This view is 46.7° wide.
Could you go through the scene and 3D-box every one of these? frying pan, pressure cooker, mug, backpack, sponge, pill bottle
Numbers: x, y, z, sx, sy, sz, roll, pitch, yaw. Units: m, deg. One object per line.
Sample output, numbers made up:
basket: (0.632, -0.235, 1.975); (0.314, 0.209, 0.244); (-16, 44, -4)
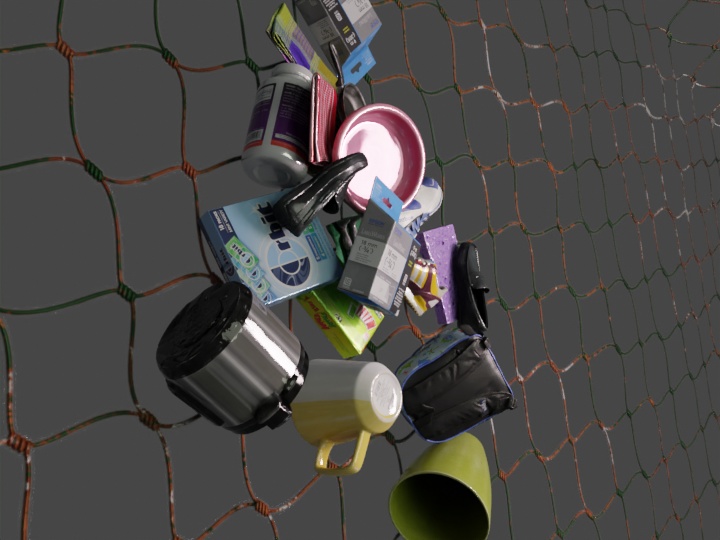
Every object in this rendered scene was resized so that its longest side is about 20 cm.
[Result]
frying pan: (-0.028, -0.308, 1.518); (0.190, 0.031, 0.116); (48, 38, -49)
pressure cooker: (-0.172, 0.137, 1.209); (0.200, 0.178, 0.177); (48, 44, -29)
mug: (-0.010, 0.234, 1.393); (0.149, 0.152, 0.188); (-8, 86, -51)
backpack: (0.163, 0.220, 1.592); (0.199, 0.147, 0.184); (-30, 104, -8)
sponge: (0.181, 0.008, 1.779); (0.111, 0.030, 0.202); (-18, 95, -49)
pill bottle: (-0.131, -0.247, 1.414); (0.112, 0.112, 0.201); (32, 57, -40)

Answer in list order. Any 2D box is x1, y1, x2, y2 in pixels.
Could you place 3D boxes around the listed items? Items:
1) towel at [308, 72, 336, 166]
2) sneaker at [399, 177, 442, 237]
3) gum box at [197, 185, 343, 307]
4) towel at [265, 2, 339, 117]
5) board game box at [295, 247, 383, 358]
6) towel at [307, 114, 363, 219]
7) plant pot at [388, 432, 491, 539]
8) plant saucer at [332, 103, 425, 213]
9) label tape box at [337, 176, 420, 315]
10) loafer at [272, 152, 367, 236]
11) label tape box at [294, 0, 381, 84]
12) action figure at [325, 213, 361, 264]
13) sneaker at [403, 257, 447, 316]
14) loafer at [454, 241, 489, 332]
towel: (-0.062, -0.249, 1.407); (0.200, 0.022, 0.146); (-51, 144, -82)
sneaker: (0.088, -0.144, 1.670); (0.116, 0.080, 0.200); (58, 45, -25)
gum box: (-0.140, -0.036, 1.348); (0.199, 0.044, 0.171); (-20, 82, -42)
towel: (-0.097, -0.383, 1.527); (0.200, 0.023, 0.144); (52, 26, -27)
board game box: (-0.050, 0.045, 1.466); (0.200, 0.047, 0.102); (53, 45, -19)
towel: (-0.017, -0.203, 1.569); (0.200, 0.034, 0.193); (38, 53, -14)
plant pot: (0.168, 0.394, 1.562); (0.188, 0.186, 0.200); (64, 27, -15)
plant saucer: (0.027, -0.197, 1.505); (0.199, 0.051, 0.202); (-3, 95, -34)
label tape box: (0.045, -0.038, 1.419); (0.144, 0.063, 0.201); (34, 73, -64)
loafer: (-0.056, -0.126, 1.368); (0.200, 0.068, 0.071); (-39, 94, -31)
label tape box: (-0.025, -0.476, 1.640); (0.201, 0.063, 0.144); (57, 44, -22)
action figure: (0.000, 0.000, 1.552); (0.118, 0.054, 0.202); (-25, 104, -53)
sneaker: (0.096, -0.008, 1.622); (0.090, 0.075, 0.200); (-37, 123, -6)
loafer: (0.242, 0.036, 1.765); (0.068, 0.070, 0.202); (14, 70, -48)
